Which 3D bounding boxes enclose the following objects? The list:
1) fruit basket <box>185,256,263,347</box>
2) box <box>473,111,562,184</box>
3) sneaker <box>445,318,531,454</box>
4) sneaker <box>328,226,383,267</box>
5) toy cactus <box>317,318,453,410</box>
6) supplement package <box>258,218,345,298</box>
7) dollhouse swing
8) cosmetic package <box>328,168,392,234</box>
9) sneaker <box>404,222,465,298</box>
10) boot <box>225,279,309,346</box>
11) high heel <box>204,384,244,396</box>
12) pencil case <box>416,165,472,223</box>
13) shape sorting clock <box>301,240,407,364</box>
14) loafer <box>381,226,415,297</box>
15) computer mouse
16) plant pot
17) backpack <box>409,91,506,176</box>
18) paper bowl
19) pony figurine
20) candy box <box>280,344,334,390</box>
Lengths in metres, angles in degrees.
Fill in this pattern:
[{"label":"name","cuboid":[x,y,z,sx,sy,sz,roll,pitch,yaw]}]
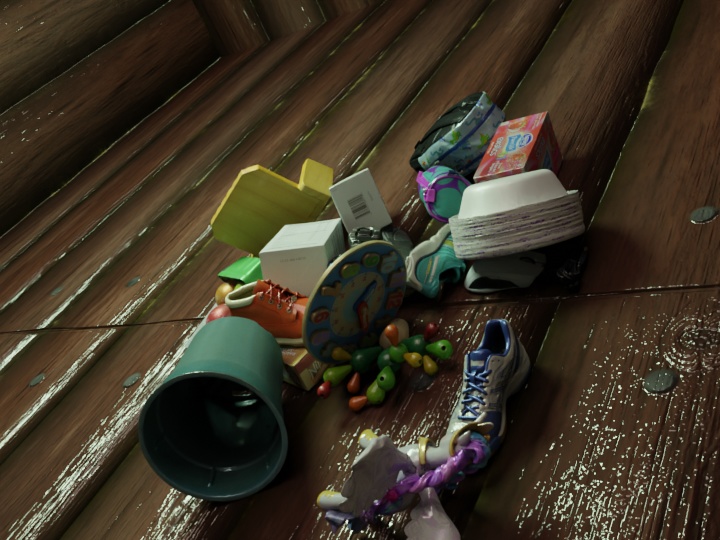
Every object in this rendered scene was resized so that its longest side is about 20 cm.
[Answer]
[{"label":"fruit basket","cuboid":[-0.230,0.074,1.489,0.184,0.093,0.203,4,61,59]},{"label":"box","cuboid":[0.277,-0.176,1.405,0.093,0.104,0.201,-9,31,32]},{"label":"sneaker","cuboid":[0.143,0.144,0.990,0.074,0.089,0.201,-5,36,34]},{"label":"sneaker","cuboid":[0.000,0.000,1.318,0.074,0.081,0.201,6,28,15]},{"label":"toy cactus","cuboid":[0.036,0.114,1.158,0.197,0.103,0.166,-28,15,21]},{"label":"supplement package","cuboid":[-0.089,-0.009,1.375,0.111,0.112,0.200,-6,15,9]},{"label":"dollhouse swing","cuboid":[-0.179,-0.133,1.595,0.201,0.174,0.183,-53,17,25]},{"label":"cosmetic package","cuboid":[-0.001,-0.122,1.500,0.083,0.109,0.200,-25,7,4]},{"label":"sneaker","cuboid":[0.137,-0.016,1.304,0.199,0.079,0.078,-37,-18,-43]},{"label":"boot","cuboid":[-0.115,0.058,1.241,0.196,0.109,0.075,-14,27,20]},{"label":"high heel","cuboid":[-0.259,0.198,1.295,0.095,0.068,0.200,21,57,43]},{"label":"pencil case","cuboid":[0.147,-0.138,1.427,0.200,0.091,0.087,-90,21,-79]},{"label":"shape sorting clock","cuboid":[-0.004,0.050,1.181,0.039,0.202,0.199,32,61,34]},{"label":"loafer","cuboid":[0.064,-0.003,1.369,0.070,0.064,0.201,13,27,-12]},{"label":"computer mouse","cuboid":[0.237,-0.007,1.210,0.197,0.044,0.110,-8,34,34]},{"label":"plant pot","cuboid":[-0.191,0.176,1.139,0.197,0.203,0.197,-22,23,11]},{"label":"backpack","cuboid":[0.203,-0.260,1.566,0.163,0.153,0.201,-45,-7,-26]},{"label":"paper bowl","cuboid":[0.229,-0.088,1.214,0.196,0.107,0.201,-12,4,1]},{"label":"pony figurine","cuboid":[0.043,0.235,0.884,0.198,0.168,0.193,-24,18,47]},{"label":"candy box","cuboid":[-0.111,0.116,1.314,0.115,0.056,0.198,-42,30,-26]}]
